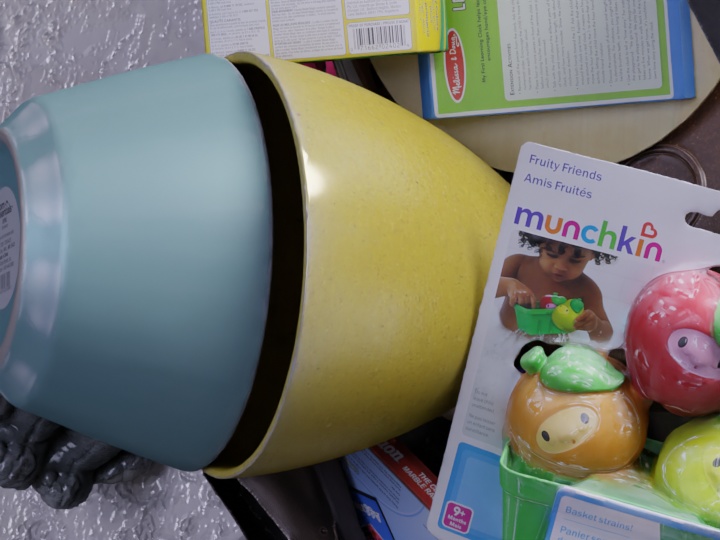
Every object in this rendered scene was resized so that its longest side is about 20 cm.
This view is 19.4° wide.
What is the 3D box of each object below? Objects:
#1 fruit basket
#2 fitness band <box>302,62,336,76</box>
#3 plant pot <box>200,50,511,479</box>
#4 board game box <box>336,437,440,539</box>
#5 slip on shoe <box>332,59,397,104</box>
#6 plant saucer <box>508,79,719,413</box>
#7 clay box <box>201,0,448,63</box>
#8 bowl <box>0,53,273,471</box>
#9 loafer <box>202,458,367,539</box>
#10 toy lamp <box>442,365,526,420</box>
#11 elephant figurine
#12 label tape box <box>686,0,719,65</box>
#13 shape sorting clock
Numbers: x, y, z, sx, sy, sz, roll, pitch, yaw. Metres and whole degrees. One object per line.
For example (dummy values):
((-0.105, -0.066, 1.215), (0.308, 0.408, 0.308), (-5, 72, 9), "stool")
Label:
((0.136, 0.060, 0.943), (0.185, 0.094, 0.200), (16, 115, 7), "fruit basket")
((-0.040, -0.180, 1.139), (0.037, 0.200, 0.144), (-7, 37, 19), "fitness band")
((0.000, 0.000, 1.016), (0.200, 0.142, 0.201), (-178, 90, -66), "plant pot")
((0.032, 0.149, 1.066), (0.200, 0.019, 0.103), (43, 141, 35), "board game box")
((0.015, -0.126, 1.128), (0.200, 0.076, 0.061), (70, 164, -4), "slip on shoe")
((0.149, -0.031, 1.028), (0.200, 0.034, 0.201), (-12, 67, 30), "plant saucer")
((-0.023, -0.200, 1.013), (0.115, 0.048, 0.200), (-2, 95, 23), "clay box")
((-0.124, -0.006, 0.995), (0.201, 0.105, 0.201), (-177, 90, -65), "bowl")
((-0.029, 0.163, 1.083), (0.200, 0.071, 0.073), (64, 150, 6), "loafer")
((0.012, 0.062, 1.121), (0.200, 0.058, 0.058), (4, 81, 40), "toy lamp")
((-0.127, 0.042, 1.188), (0.200, 0.141, 0.155), (-38, 74, 38), "elephant figurine")
((0.235, -0.106, 0.915), (0.144, 0.063, 0.200), (-28, 89, 29), "label tape box")
((0.091, -0.147, 1.027), (0.200, 0.039, 0.200), (1, 96, 13), "shape sorting clock")
